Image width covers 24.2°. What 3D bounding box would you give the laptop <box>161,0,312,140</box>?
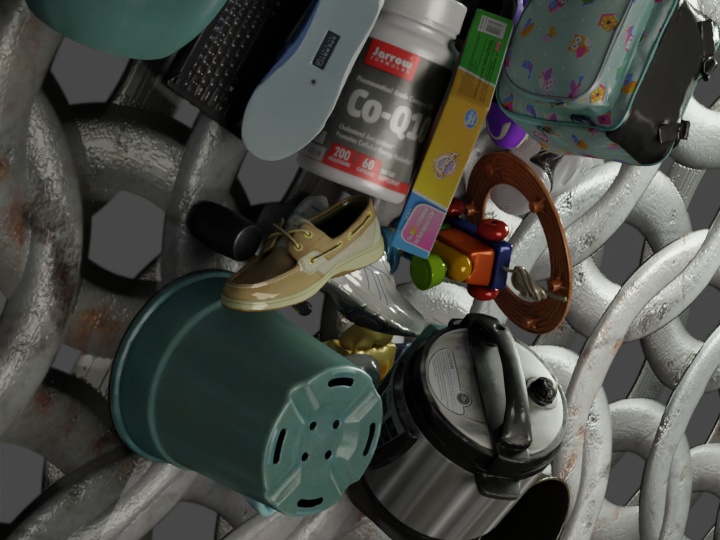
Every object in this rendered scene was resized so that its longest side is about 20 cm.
[{"bbox_3d":[-0.087,-0.218,1.490,0.200,0.103,0.178,34,83,-49],"label":"laptop"}]

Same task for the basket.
[{"bbox_3d":[0.095,0.252,1.830,0.180,0.200,0.136,-36,135,-30],"label":"basket"}]

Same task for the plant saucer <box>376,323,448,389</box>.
[{"bbox_3d":[0.038,0.129,1.756,0.070,0.019,0.200,10,126,-47],"label":"plant saucer"}]

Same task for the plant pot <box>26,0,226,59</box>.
[{"bbox_3d":[-0.178,-0.262,1.310,0.200,0.201,0.161,-3,125,-46],"label":"plant pot"}]

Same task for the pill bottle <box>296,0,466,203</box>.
[{"bbox_3d":[0.023,-0.175,1.618,0.114,0.114,0.200,16,97,-49],"label":"pill bottle"}]

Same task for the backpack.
[{"bbox_3d":[0.227,-0.202,1.662,0.153,0.200,0.176,28,79,-32],"label":"backpack"}]

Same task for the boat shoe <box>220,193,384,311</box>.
[{"bbox_3d":[-0.056,-0.019,1.564,0.200,0.074,0.067,-29,122,-46],"label":"boat shoe"}]

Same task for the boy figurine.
[{"bbox_3d":[0.009,0.100,1.775,0.200,0.064,0.125,14,108,-51],"label":"boy figurine"}]

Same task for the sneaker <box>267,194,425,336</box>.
[{"bbox_3d":[0.000,0.000,1.687,0.200,0.074,0.087,40,69,-32],"label":"sneaker"}]

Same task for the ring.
[{"bbox_3d":[0.160,-0.027,1.775,0.019,0.200,0.201,-18,122,-24],"label":"ring"}]

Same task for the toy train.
[{"bbox_3d":[0.103,-0.004,1.723,0.116,0.200,0.085,-11,119,-38],"label":"toy train"}]

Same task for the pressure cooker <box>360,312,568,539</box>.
[{"bbox_3d":[0.105,0.149,1.650,0.179,0.176,0.200,-35,164,-45],"label":"pressure cooker"}]

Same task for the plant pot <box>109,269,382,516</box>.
[{"bbox_3d":[-0.098,0.125,1.574,0.200,0.196,0.201,-22,124,-37],"label":"plant pot"}]

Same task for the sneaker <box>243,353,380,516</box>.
[{"bbox_3d":[-0.042,0.171,1.682,0.074,0.082,0.200,21,119,-44],"label":"sneaker"}]

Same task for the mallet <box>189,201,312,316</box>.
[{"bbox_3d":[-0.103,-0.007,1.633,0.041,0.066,0.200,-55,153,-9],"label":"mallet"}]

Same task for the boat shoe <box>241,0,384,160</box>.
[{"bbox_3d":[-0.038,-0.193,1.544,0.071,0.091,0.200,32,108,-7],"label":"boat shoe"}]

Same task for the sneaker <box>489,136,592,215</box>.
[{"bbox_3d":[0.223,-0.151,1.840,0.200,0.075,0.115,-55,164,23],"label":"sneaker"}]

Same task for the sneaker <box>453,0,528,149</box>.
[{"bbox_3d":[0.137,-0.224,1.759,0.099,0.070,0.201,-10,111,-36],"label":"sneaker"}]

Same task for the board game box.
[{"bbox_3d":[0.090,-0.133,1.653,0.153,0.040,0.200,-71,-179,-48],"label":"board game box"}]
